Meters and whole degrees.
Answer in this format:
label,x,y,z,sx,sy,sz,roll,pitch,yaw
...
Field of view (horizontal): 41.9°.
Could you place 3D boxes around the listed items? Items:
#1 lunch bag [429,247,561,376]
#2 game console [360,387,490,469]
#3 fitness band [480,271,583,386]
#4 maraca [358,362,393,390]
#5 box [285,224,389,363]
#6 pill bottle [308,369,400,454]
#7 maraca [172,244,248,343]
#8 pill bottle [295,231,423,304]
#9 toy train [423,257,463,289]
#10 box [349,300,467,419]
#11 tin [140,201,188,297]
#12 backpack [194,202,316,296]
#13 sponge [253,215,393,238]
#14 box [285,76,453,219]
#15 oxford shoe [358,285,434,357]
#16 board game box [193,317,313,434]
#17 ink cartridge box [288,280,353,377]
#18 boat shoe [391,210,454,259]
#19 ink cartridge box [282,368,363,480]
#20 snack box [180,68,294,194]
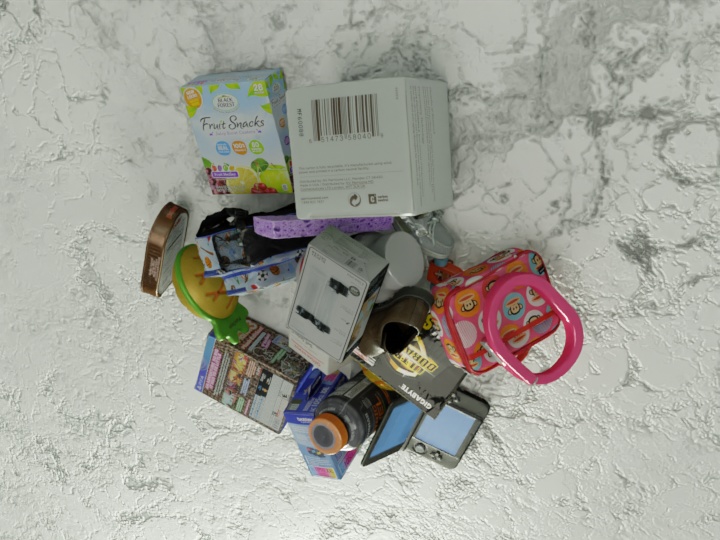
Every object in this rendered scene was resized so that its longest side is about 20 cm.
label,x,y,z,sx,sy,sz,roll,pitch,yaw
lunch bag,0.218,0.074,1.502,0.082,0.200,0.177,15,129,65
game console,0.120,0.307,1.748,0.175,0.116,0.200,25,129,4
fitness band,0.266,0.092,1.461,0.200,0.144,0.037,43,168,-24
maraca,0.048,0.126,1.678,0.137,0.107,0.201,6,117,34
box,-0.040,0.040,1.465,0.116,0.060,0.200,32,136,14
pill bottle,-0.013,0.261,1.723,0.106,0.200,0.107,13,115,29
maraca,-0.274,0.042,1.744,0.107,0.137,0.200,-25,103,32
pill bottle,0.000,0.000,1.536,0.200,0.120,0.120,-15,114,44
toy train,0.169,0.062,1.615,0.150,0.056,0.201,20,129,23
box,0.093,0.128,1.590,0.200,0.049,0.160,37,100,10
tin,-0.367,-0.037,1.769,0.042,0.112,0.200,19,129,1
backpack,-0.186,-0.039,1.634,0.190,0.200,0.155,-1,98,44
sponge,-0.060,-0.074,1.497,0.112,0.199,0.030,-164,70,-68
box,0.018,-0.182,1.414,0.198,0.171,0.201,-1,99,26
oxford shoe,0.041,0.100,1.494,0.073,0.085,0.200,27,145,-10
board game box,-0.207,0.199,1.853,0.200,0.097,0.160,27,129,8
ink cartridge box,-0.072,0.108,1.723,0.117,0.067,0.201,32,134,36
boat shoe,0.083,-0.103,1.533,0.202,0.074,0.065,49,127,1
ink cartridge box,-0.069,0.281,1.804,0.076,0.137,0.200,-3,123,32
snack box,-0.194,-0.230,1.585,0.168,0.068,0.201,0,119,26
